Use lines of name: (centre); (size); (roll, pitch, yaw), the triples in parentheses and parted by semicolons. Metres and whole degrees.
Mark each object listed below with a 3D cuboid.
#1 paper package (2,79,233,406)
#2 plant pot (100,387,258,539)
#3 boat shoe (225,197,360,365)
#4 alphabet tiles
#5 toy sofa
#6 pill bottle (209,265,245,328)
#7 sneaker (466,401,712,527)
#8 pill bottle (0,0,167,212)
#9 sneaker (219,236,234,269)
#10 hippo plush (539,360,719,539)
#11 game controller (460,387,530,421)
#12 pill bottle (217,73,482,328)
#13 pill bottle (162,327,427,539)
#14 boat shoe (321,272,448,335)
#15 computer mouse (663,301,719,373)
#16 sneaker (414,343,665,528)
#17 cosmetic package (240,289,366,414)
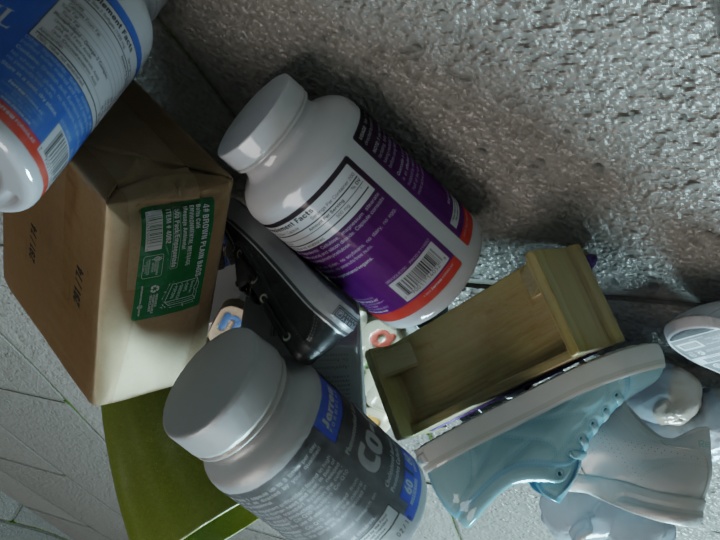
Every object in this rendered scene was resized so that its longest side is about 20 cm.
paper package: (-0.199, -0.027, 0.698); (0.191, 0.103, 0.201); (42, 132, 33)
plant pot: (-0.187, 0.180, 0.928); (0.201, 0.186, 0.187); (58, 155, 17)
boat shoe: (-0.072, 0.003, 0.707); (0.069, 0.057, 0.200); (40, -178, -41)
alphabet tiles: (-0.053, 0.098, 0.823); (0.199, 0.015, 0.196); (24, 122, -14)
toy sofa: (0.107, 0.061, 0.708); (0.097, 0.083, 0.200); (-3, 155, -48)
pill bottle: (-0.105, 0.085, 0.961); (0.112, 0.113, 0.200); (0, 142, 37)
sneaker: (0.177, 0.133, 0.705); (0.199, 0.089, 0.075); (11, 174, 30)
pill bottle: (-0.206, -0.146, 0.579); (0.112, 0.201, 0.113); (18, 147, 12)
sneaker: (-0.188, -0.066, 0.824); (0.199, 0.078, 0.076); (26, 127, 10)
hippo plush: (0.225, 0.166, 0.762); (0.199, 0.162, 0.159); (25, 166, -2)
game controller: (0.187, 0.177, 0.974); (0.200, 0.042, 0.104); (39, 133, -23)
pill bottle: (-0.008, -0.053, 0.670); (0.200, 0.113, 0.112); (40, 147, -24)
pill bottle: (-0.048, 0.140, 0.680); (0.113, 0.114, 0.200); (-10, 135, 45)
boat shoe: (0.001, -0.001, 0.788); (0.065, 0.075, 0.202); (-11, 141, 40)
computer mouse: (0.324, 0.067, 0.684); (0.199, 0.044, 0.110); (29, 155, -17)
sneaker: (0.144, 0.124, 0.656); (0.082, 0.199, 0.074); (63, -179, 11)
cosmetic package: (-0.045, 0.116, 0.780); (0.101, 0.074, 0.201); (-1, 129, 1)
